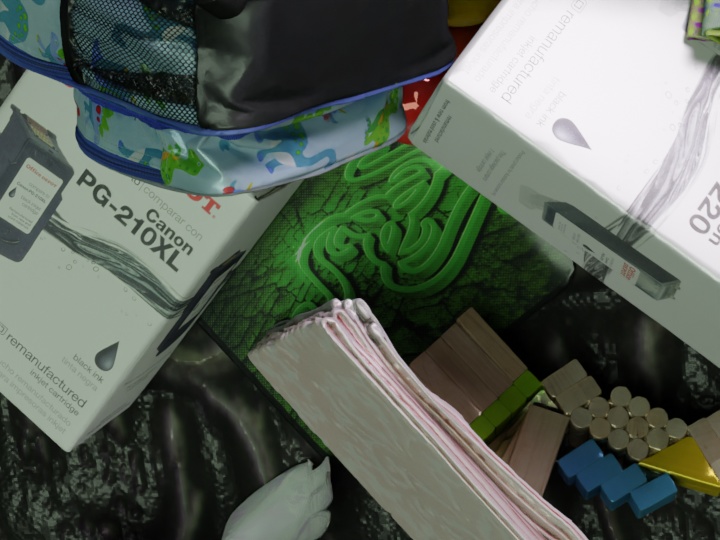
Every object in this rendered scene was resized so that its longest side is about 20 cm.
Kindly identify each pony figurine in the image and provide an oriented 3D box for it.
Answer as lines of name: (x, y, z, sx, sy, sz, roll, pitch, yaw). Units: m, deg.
pony figurine: (-0.074, 0.218, 1.233, 0.193, 0.167, 0.200, -23, 116, 32)

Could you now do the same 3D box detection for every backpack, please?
backpack: (-0.075, -0.126, 1.029, 0.200, 0.183, 0.147, 25, 123, 35)

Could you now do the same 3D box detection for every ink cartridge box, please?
ink cartridge box: (-0.144, -0.026, 1.184, 0.145, 0.084, 0.200, 41, 117, 5)
ink cartridge box: (0.148, -0.069, 1.038, 0.200, 0.146, 0.085, 36, 160, 1)

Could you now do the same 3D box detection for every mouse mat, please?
mouse mat: (0.000, 0.000, 1.194, 0.161, 0.008, 0.200, 47, 115, -2)

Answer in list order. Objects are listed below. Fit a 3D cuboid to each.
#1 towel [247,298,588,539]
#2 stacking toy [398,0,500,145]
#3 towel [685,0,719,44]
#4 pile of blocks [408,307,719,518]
towel: (0.029, 0.095, 1.129, 0.032, 0.200, 0.191, -43, 95, -14)
stacking toy: (0.045, -0.154, 1.084, 0.085, 0.085, 0.200, 17, 117, 12)
towel: (0.257, -0.159, 0.994, 0.199, 0.023, 0.144, 6, 69, 16)
pile of blocks: (0.116, 0.092, 1.153, 0.200, 0.062, 0.082, 21, 75, 11)
